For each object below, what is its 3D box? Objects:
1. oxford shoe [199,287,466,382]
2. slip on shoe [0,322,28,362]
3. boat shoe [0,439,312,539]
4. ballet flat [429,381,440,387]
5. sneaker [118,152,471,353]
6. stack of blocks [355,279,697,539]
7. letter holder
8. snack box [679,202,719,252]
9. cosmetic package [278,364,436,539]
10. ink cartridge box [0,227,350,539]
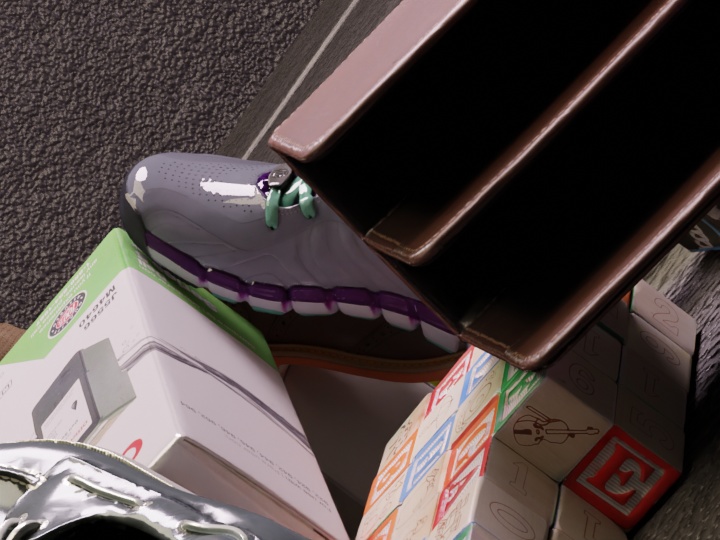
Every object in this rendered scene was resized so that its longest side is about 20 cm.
[{"bbox_3d":[0.000,0.000,1.216,0.071,0.199,0.073,-125,34,-55],"label":"oxford shoe"},{"bbox_3d":[-0.134,0.049,1.240,0.060,0.200,0.076,-33,54,16],"label":"slip on shoe"},{"bbox_3d":[-0.090,0.091,0.948,0.199,0.062,0.073,11,84,35],"label":"boat shoe"},{"bbox_3d":[-0.002,0.076,1.348,0.200,0.067,0.067,132,149,-53],"label":"ballet flat"},{"bbox_3d":[0.010,-0.026,1.134,0.075,0.199,0.088,-73,-3,-48],"label":"sneaker"},{"bbox_3d":[0.050,0.082,0.998,0.115,0.058,0.200,-50,9,25],"label":"stack of blocks"},{"bbox_3d":[0.082,-0.074,0.970,0.200,0.101,0.142,-46,10,-3],"label":"letter holder"},{"bbox_3d":[0.163,-0.065,1.036,0.116,0.037,0.200,-54,8,-8],"label":"snack box"},{"bbox_3d":[-0.049,0.125,1.283,0.200,0.087,0.103,-49,9,31],"label":"cosmetic package"},{"bbox_3d":[-0.093,0.093,1.093,0.146,0.084,0.200,-49,22,9],"label":"ink cartridge box"}]
